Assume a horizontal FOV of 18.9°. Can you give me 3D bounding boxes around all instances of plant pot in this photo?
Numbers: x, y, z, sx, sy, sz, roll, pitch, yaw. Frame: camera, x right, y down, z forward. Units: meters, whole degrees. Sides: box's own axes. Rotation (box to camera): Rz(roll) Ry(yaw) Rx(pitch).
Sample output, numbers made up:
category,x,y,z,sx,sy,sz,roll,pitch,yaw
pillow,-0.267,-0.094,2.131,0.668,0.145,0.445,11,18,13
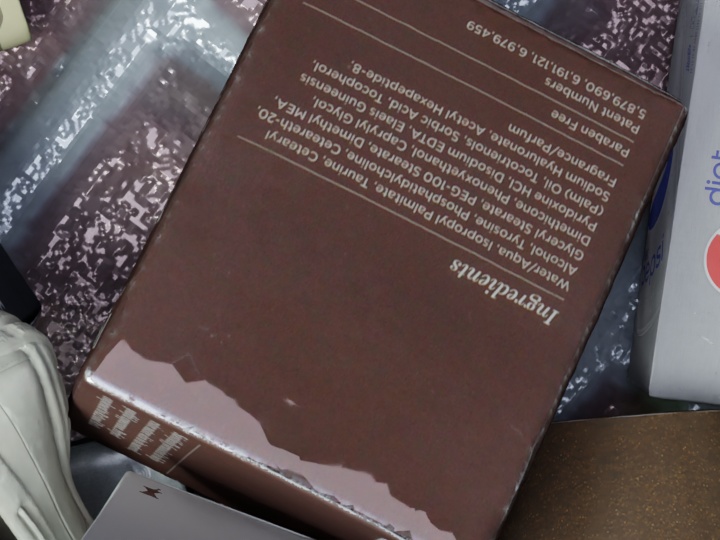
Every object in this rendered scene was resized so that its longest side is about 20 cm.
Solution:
category,x,y,z,sx,sy,sz,roll,pitch,yaw
plant pot,0.120,0.161,0.905,0.186,0.187,0.201,-5,84,-2

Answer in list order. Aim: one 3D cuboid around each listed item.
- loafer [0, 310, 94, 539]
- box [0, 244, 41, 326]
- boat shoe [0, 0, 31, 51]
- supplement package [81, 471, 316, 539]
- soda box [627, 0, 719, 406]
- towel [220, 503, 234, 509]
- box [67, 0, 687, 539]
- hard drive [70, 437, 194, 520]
category,x,y,z,sx,sy,sz,roll,pitch,yaw
loafer,-0.140,0.107,0.849,0.070,0.070,0.201,14,132,35
box,-0.270,-0.007,0.894,0.196,0.124,0.201,-32,95,1
boat shoe,-0.204,-0.180,0.909,0.068,0.075,0.201,-21,95,-6
supplement package,-0.043,0.214,0.781,0.190,0.147,0.201,20,105,3
soda box,0.164,-0.042,0.938,0.068,0.063,0.201,7,94,-2
towel,-0.070,0.216,0.911,0.146,0.030,0.200,42,92,20
box,0.000,0.000,0.862,0.164,0.166,0.201,27,76,-5
hard drive,-0.162,0.157,0.954,0.199,0.033,0.140,-14,95,-1
